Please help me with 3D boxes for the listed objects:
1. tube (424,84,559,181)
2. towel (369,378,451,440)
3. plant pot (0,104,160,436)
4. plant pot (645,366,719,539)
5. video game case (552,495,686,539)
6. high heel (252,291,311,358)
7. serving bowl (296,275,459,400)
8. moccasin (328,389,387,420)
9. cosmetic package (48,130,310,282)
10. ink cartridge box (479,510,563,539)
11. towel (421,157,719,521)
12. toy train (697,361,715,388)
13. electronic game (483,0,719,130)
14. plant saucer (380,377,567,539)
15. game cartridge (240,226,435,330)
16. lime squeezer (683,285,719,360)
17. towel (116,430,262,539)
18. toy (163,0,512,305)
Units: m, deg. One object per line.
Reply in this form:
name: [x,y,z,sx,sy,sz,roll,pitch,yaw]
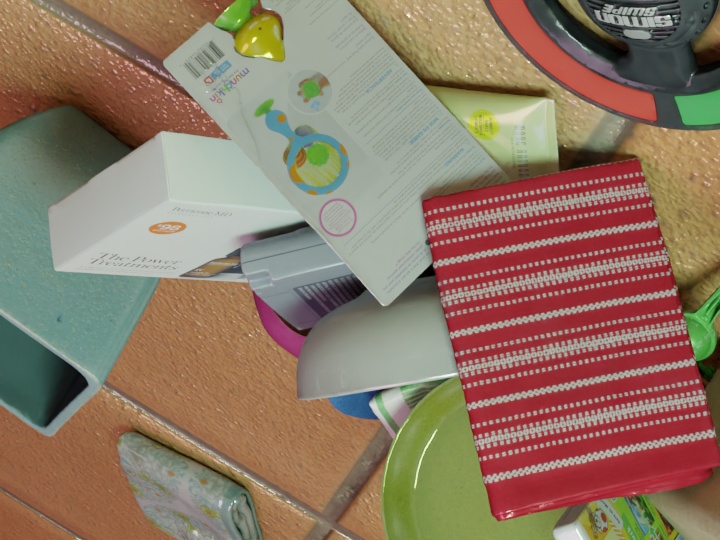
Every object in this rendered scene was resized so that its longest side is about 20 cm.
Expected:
tube: [0.036,-0.094,0.942,0.199,0.052,0.058,13,177,26]
towel: [0.122,0.115,1.113,0.199,0.023,0.153,-14,137,19]
plant pot: [-0.260,-0.015,1.198,0.196,0.200,0.196,37,151,-9]
plant pot: [0.302,0.140,0.908,0.200,0.200,0.177,46,162,-23]
video game case: [0.211,0.210,0.957,0.023,0.182,0.201,-25,97,35]
high heel: [-0.049,0.012,1.164,0.200,0.067,0.096,49,158,-22]
serving bowl: [0.050,0.038,0.971,0.200,0.199,0.066,-13,86,53]
moccasin: [0.074,0.082,1.148,0.199,0.068,0.081,12,139,-10]
cosmetic package: [-0.088,-0.037,0.991,0.199,0.052,0.151,4,159,-39]
ink cartridge box: [0.190,0.212,1.147,0.144,0.084,0.200,-15,142,16]
towel: [0.125,0.041,0.871,0.144,0.201,0.022,-11,169,-7]
toy train: [0.178,0.021,0.972,0.200,0.042,0.056,49,-175,-31]
electronic game: [0.146,-0.148,0.753,0.199,0.042,0.200,24,150,14]
plant saucer: [0.113,0.167,1.047,0.199,0.201,0.031,23,-176,17]
game cartridge: [0.000,0.000,1.018,0.132,0.041,0.200,-9,168,6]
lime squeezer: [0.195,0.056,0.928,0.038,0.200,0.071,40,-173,25]
towel: [-0.207,0.284,1.772,0.171,0.048,0.200,22,150,18]
toy: [-0.015,-0.088,0.903,0.200,0.115,0.047,48,167,-4]
